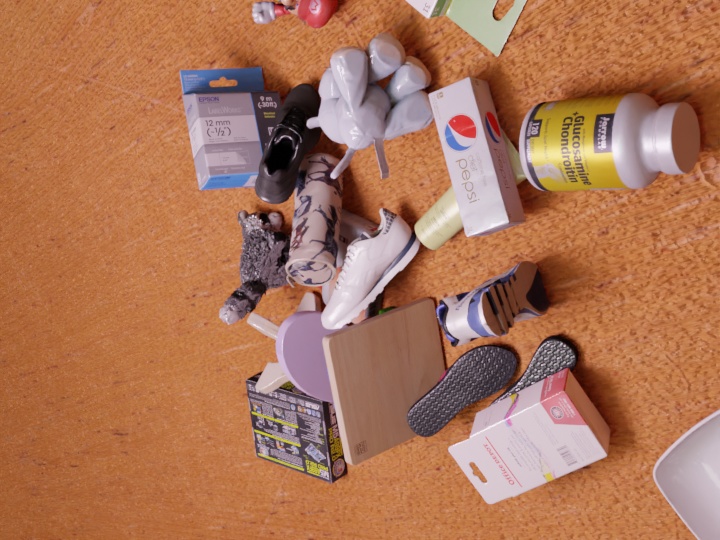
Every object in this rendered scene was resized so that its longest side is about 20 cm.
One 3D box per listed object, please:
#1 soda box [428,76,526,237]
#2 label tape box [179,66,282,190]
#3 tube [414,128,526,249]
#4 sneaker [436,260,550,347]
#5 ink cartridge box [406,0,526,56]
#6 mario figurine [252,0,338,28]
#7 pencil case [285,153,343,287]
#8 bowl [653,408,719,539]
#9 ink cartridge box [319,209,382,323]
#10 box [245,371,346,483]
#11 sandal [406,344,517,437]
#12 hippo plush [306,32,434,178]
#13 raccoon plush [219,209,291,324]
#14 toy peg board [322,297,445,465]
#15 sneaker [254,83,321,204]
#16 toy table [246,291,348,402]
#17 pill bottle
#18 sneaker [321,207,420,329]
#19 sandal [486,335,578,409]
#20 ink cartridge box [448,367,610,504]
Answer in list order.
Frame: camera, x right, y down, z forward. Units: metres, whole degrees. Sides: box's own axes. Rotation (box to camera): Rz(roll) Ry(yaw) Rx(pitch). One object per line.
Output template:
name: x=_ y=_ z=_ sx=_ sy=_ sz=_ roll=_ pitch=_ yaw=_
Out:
soda box: x=0.157 y=-0.151 z=1.379 sx=0.067 sy=0.063 sz=0.203 roll=-18 pitch=84 yaw=31
label tape box: x=-0.194 y=-0.234 z=1.607 sx=0.066 sy=0.141 sz=0.203 roll=148 pitch=113 yaw=-63
tube: x=0.153 y=-0.107 z=1.446 sx=0.058 sy=0.052 sz=0.200 roll=32 pitch=129 yaw=-19
sneaker: x=0.167 y=0.047 z=1.388 sx=0.114 sy=0.198 sz=0.082 roll=-16 pitch=92 yaw=37
ink cartridge box: x=0.128 y=-0.395 z=1.350 sx=0.200 sy=0.048 sz=0.147 roll=45 pitch=131 yaw=23
mario figurine: x=-0.116 y=-0.424 z=1.518 sx=0.200 sy=0.106 sz=0.124 roll=40 pitch=165 yaw=33
pencil case: x=-0.073 y=-0.076 z=1.580 sx=0.089 sy=0.077 sz=0.203 roll=-18 pitch=57 yaw=36
bowl: x=0.488 y=0.263 z=1.269 sx=0.200 sy=0.074 sz=0.201 roll=51 pitch=134 yaw=14
ink cartridge box: x=-0.047 y=-0.021 z=1.666 sx=0.198 sy=0.050 sz=0.165 roll=24 pitch=122 yaw=31
box: x=-0.118 y=0.281 z=1.860 sx=0.198 sy=0.044 sz=0.163 roll=9 pitch=113 yaw=41
sandal: x=0.149 y=0.173 z=1.541 sx=0.199 sy=0.045 sz=0.075 roll=-41 pitch=93 yaw=22
hippo plush: x=0.012 y=-0.234 z=1.486 sx=0.161 sy=0.157 sz=0.204 roll=-165 pitch=75 yaw=-72
raccoon plush: x=-0.195 y=-0.021 z=1.712 sx=0.133 sy=0.199 sz=0.098 roll=31 pitch=149 yaw=39
toy peg board: x=0.024 y=0.161 z=1.584 sx=0.097 sy=0.197 sz=0.203 roll=11 pitch=116 yaw=56
sneaker: x=-0.102 y=-0.201 z=1.545 sx=0.075 sy=0.203 sz=0.091 roll=15 pitch=157 yaw=0
toy table: x=-0.091 y=0.132 z=1.693 sx=0.116 sy=0.185 sz=0.201 roll=16 pitch=151 yaw=48
pill bottle: x=0.300 y=-0.155 z=1.243 sx=0.198 sy=0.111 sz=0.114 roll=1 pitch=108 yaw=42
sneaker: x=0.000 y=0.000 z=1.549 sx=0.080 sy=0.201 sz=0.076 roll=40 pitch=-178 yaw=-18
sandal: x=0.248 y=0.176 z=1.478 sx=0.075 sy=0.048 sz=0.202 roll=38 pitch=116 yaw=7
ink cartridge box: x=0.234 y=0.236 z=1.441 sx=0.199 sy=0.068 sz=0.117 roll=-30 pitch=103 yaw=27
